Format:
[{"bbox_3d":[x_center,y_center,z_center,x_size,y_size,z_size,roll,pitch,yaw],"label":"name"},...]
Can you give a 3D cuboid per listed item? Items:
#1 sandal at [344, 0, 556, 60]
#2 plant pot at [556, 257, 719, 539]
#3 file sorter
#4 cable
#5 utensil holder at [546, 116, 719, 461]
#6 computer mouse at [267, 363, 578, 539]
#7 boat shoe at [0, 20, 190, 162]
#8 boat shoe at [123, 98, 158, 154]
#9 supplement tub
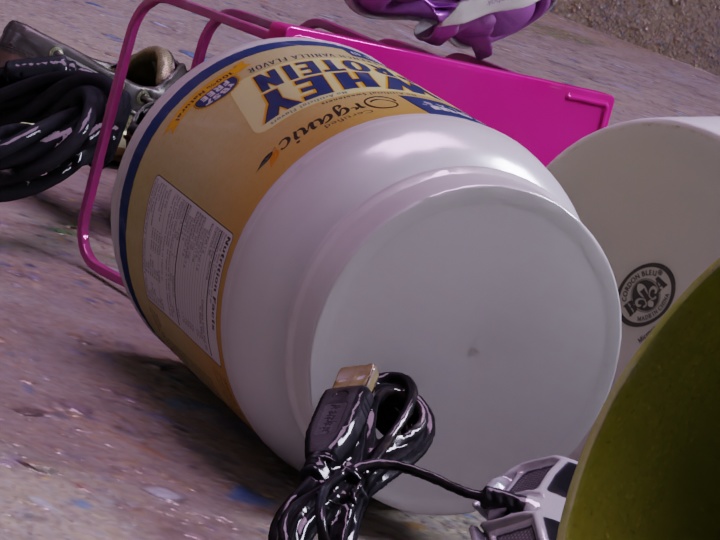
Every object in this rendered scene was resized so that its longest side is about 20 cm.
[{"bbox_3d":[0.055,-0.123,1.257,0.050,0.082,0.203,61,18,11],"label":"sandal"},{"bbox_3d":[0.191,0.103,0.822,0.200,0.188,0.187,28,4,-31],"label":"plant pot"},{"bbox_3d":[-0.011,-0.041,1.268,0.200,0.140,0.125,8,11,-41],"label":"file sorter"},{"bbox_3d":[-0.191,-0.073,1.305,0.162,0.051,0.200,5,15,-1],"label":"cable"},{"bbox_3d":[0.174,0.014,1.202,0.170,0.171,0.200,25,14,35],"label":"utensil holder"},{"bbox_3d":[0.070,0.099,0.908,0.199,0.044,0.110,21,32,-2],"label":"computer mouse"},{"bbox_3d":[-0.117,-0.092,1.542,0.199,0.065,0.073,10,11,-38],"label":"boat shoe"},{"bbox_3d":[-0.086,-0.055,1.421,0.073,0.063,0.201,14,9,-3],"label":"boat shoe"},{"bbox_3d":[0.000,0.000,1.049,0.144,0.145,0.200,12,12,-27],"label":"supplement tub"}]
